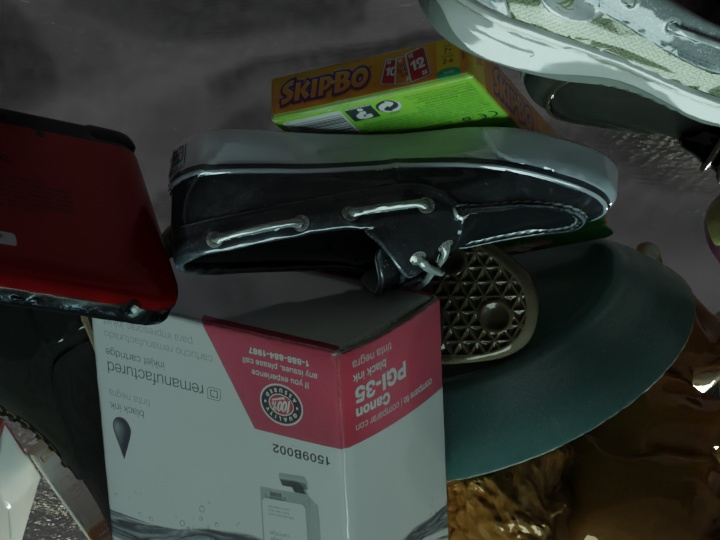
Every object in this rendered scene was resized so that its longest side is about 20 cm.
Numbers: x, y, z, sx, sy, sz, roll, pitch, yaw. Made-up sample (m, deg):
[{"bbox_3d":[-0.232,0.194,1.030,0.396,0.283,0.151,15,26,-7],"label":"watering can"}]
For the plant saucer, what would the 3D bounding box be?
[{"bbox_3d":[0.065,0.033,1.054,0.200,0.200,0.036,-13,115,23],"label":"plant saucer"}]

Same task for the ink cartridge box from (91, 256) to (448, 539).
[{"bbox_3d":[-0.039,0.103,0.984,0.146,0.200,0.083,11,-156,33],"label":"ink cartridge box"}]

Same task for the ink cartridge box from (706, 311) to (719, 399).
[{"bbox_3d":[0.301,0.079,1.282,0.200,0.075,0.165,-3,159,-2],"label":"ink cartridge box"}]

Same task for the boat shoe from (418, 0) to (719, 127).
[{"bbox_3d":[0.124,-0.105,0.812,0.202,0.074,0.065,11,132,-15],"label":"boat shoe"}]

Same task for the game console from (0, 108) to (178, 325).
[{"bbox_3d":[-0.204,-0.015,0.934,0.200,0.172,0.119,9,128,-29],"label":"game console"}]

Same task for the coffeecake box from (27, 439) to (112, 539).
[{"bbox_3d":[-0.102,0.165,1.222,0.073,0.154,0.200,-37,-159,-9],"label":"coffeecake box"}]

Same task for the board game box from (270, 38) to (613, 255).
[{"bbox_3d":[0.044,-0.050,0.993,0.095,0.030,0.200,-11,154,22],"label":"board game box"}]

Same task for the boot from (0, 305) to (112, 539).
[{"bbox_3d":[-0.155,0.080,1.092,0.138,0.200,0.077,-9,-178,24],"label":"boot"}]

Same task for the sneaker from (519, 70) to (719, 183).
[{"bbox_3d":[0.168,-0.055,0.891,0.200,0.106,0.075,1,158,-10],"label":"sneaker"}]

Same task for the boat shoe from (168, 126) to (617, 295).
[{"bbox_3d":[0.015,-0.022,0.937,0.200,0.068,0.072,2,158,-8],"label":"boat shoe"}]

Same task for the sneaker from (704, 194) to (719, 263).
[{"bbox_3d":[0.233,0.010,1.103,0.200,0.075,0.090,16,146,-37],"label":"sneaker"}]

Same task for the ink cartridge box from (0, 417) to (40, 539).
[{"bbox_3d":[-0.302,0.114,1.259,0.200,0.068,0.117,11,158,7],"label":"ink cartridge box"}]

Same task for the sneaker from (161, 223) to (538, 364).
[{"bbox_3d":[0.000,0.000,1.036,0.200,0.071,0.076,10,-173,23],"label":"sneaker"}]

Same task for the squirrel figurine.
[{"bbox_3d":[0.123,0.076,1.112,0.200,0.187,0.142,11,153,-16],"label":"squirrel figurine"}]
